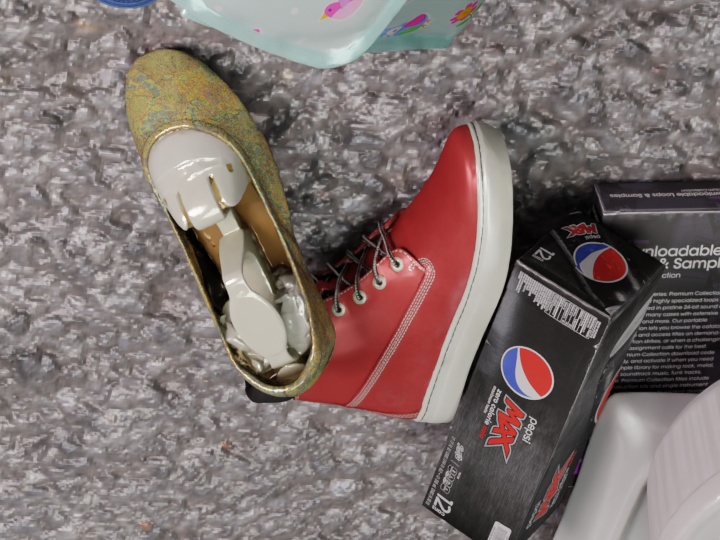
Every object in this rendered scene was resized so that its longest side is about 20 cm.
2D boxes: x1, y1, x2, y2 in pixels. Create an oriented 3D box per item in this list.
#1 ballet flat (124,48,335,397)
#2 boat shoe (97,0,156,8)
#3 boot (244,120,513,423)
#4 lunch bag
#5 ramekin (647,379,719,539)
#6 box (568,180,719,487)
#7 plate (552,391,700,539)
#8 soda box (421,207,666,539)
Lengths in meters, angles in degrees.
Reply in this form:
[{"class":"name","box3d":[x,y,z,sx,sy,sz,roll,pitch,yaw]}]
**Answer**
[{"class":"ballet flat","box3d":[-0.069,-0.021,1.478,0.070,0.071,0.201,-22,109,6]},{"class":"boat shoe","box3d":[-0.097,-0.228,1.350,0.072,0.073,0.201,15,123,-20]},{"class":"boot","box3d":[0.000,0.000,1.540,0.143,0.073,0.201,6,128,-13]},{"class":"lunch bag","box3d":[0.008,-0.188,1.303,0.171,0.122,0.200,-49,160,28]},{"class":"ramekin","box3d":[0.253,0.132,1.575,0.201,0.095,0.203,-6,135,-6]},{"class":"box","box3d":[0.194,0.037,1.622,0.142,0.036,0.201,-1,128,-10]},{"class":"plate","box3d":[0.218,0.154,1.679,0.199,0.032,0.200,3,133,-15]},{"class":"soda box","box3d":[0.101,0.066,1.578,0.063,0.071,0.201,34,133,16]}]
